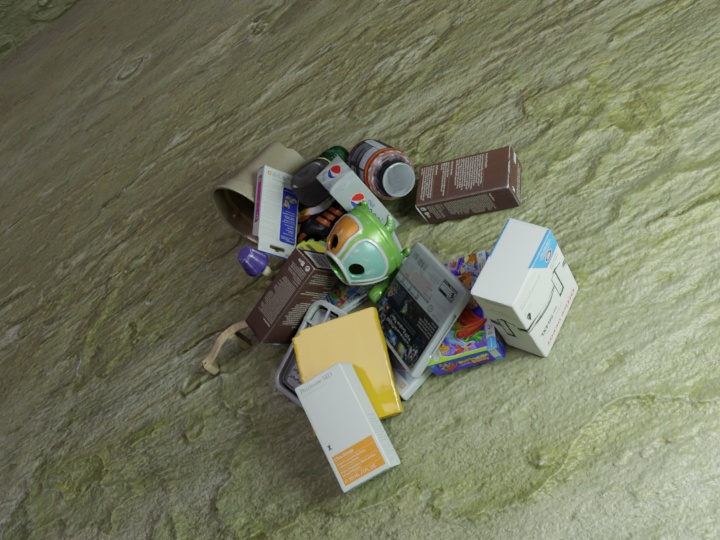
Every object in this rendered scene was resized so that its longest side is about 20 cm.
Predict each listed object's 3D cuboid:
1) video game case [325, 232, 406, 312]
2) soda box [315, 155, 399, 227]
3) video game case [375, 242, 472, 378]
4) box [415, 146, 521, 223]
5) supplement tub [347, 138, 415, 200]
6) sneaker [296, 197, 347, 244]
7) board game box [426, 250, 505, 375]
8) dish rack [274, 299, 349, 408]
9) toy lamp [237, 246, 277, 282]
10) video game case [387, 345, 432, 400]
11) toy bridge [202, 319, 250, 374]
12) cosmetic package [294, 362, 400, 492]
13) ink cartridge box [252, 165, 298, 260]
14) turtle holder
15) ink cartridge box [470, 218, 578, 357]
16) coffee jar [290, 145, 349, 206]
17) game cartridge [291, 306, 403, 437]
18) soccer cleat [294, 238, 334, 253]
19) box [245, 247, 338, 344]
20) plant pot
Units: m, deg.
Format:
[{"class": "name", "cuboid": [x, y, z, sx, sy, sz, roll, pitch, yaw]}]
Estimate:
[{"class": "video game case", "cuboid": [0.000, 0.000, 1.631, 0.199, 0.018, 0.144, -33, 48, 12]}, {"class": "soda box", "cuboid": [-0.003, -0.139, 1.575, 0.063, 0.200, 0.068, -44, 45, 2]}, {"class": "video game case", "cuboid": [0.105, 0.068, 1.423, 0.183, 0.023, 0.200, -58, 34, 13]}, {"class": "box", "cuboid": [0.215, -0.168, 1.549, 0.198, 0.075, 0.101, -10, 56, 31]}, {"class": "supplement tub", "cuboid": [0.048, -0.209, 1.637, 0.107, 0.107, 0.200, -45, 26, 1]}, {"class": "sneaker", "cuboid": [-0.057, -0.107, 1.716, 0.198, 0.070, 0.091, -20, 66, 23]}, {"class": "board game box", "cuboid": [0.182, 0.075, 1.407, 0.133, 0.045, 0.202, -19, 53, 24]}, {"class": "dish rack", "cuboid": [-0.070, 0.174, 1.531, 0.171, 0.043, 0.201, 27, 88, 41]}, {"class": "toy lamp", "cuboid": [-0.184, 0.014, 1.622, 0.058, 0.200, 0.059, -18, 52, 24]}, {"class": "video game case", "cuboid": [0.098, 0.118, 1.484, 0.200, 0.023, 0.182, -47, 47, -1]}, {"class": "toy bridge", "cuboid": [-0.263, 0.146, 1.681, 0.199, 0.067, 0.027, -38, 47, 8]}, {"class": "cosmetic package", "cuboid": [-0.023, 0.274, 1.376, 0.101, 0.071, 0.201, -32, 74, 11]}, {"class": "ink cartridge box", "cuboid": [-0.180, -0.118, 1.669, 0.037, 0.094, 0.202, -25, 57, 46]}, {"class": "turtle holder", "cuboid": [0.007, -0.030, 1.516, 0.131, 0.186, 0.141, -39, 59, -15]}, {"class": "ink cartridge box", "cuboid": [0.278, 0.032, 1.296, 0.084, 0.200, 0.147, 18, 72, 38]}, {"class": "coffee jar", "cuboid": [-0.081, -0.208, 1.709, 0.104, 0.086, 0.200, -32, 10, 20]}, {"class": "game cartridge", "cuboid": [-0.027, 0.189, 1.448, 0.175, 0.032, 0.202, -18, 73, 14]}, {"class": "soccer cleat", "cuboid": [-0.075, -0.018, 1.638, 0.198, 0.065, 0.084, 2, 65, 35]}, {"class": "box", "cuboid": [-0.135, 0.054, 1.585, 0.075, 0.100, 0.201, 46, 110, 30]}, {"class": "plant pot", "cuboid": [-0.212, -0.185, 1.799, 0.199, 0.201, 0.184, 12, 57, 39]}]
